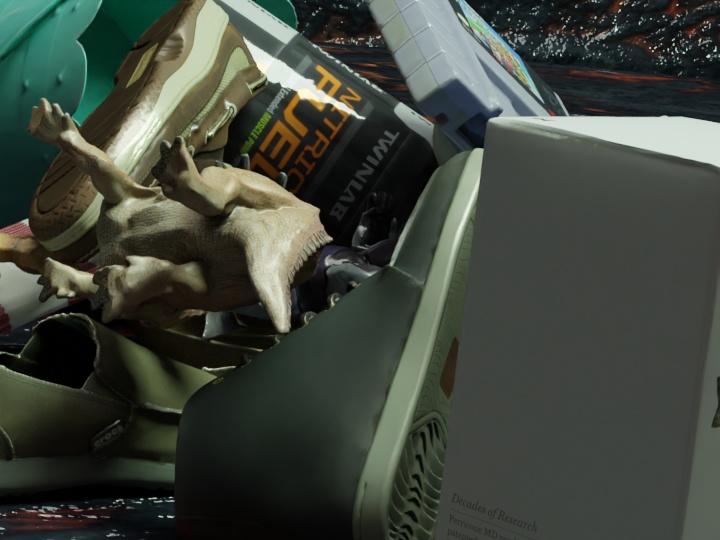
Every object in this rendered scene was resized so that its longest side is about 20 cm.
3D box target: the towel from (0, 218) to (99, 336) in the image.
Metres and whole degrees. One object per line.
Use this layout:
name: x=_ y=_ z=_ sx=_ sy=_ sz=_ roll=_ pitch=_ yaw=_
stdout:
towel: x=-0.167 y=0.003 z=1.434 sx=0.200 sy=0.023 sz=0.144 roll=-23 pitch=17 yaw=-18

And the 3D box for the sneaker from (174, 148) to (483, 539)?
sneaker: x=-0.006 y=0.028 z=1.179 sx=0.106 sy=0.200 sz=0.075 roll=5 pitch=-36 yaw=24

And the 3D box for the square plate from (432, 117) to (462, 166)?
square plate: x=0.111 y=0.002 z=1.499 sx=0.028 sy=0.200 sz=0.198 roll=-36 pitch=-5 yaw=13

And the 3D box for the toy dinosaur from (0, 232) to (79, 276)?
toy dinosaur: x=-0.237 y=-0.004 z=1.363 sx=0.200 sy=0.060 sz=0.106 roll=-13 pitch=13 yaw=-5

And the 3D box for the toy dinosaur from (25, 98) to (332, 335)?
toy dinosaur: x=-0.059 y=-0.011 z=1.205 sx=0.135 sy=0.086 sz=0.200 roll=14 pitch=-2 yaw=-38

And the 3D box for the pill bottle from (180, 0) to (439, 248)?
pill bottle: x=-0.027 y=-0.060 z=1.527 sx=0.200 sy=0.106 sz=0.106 roll=34 pitch=11 yaw=1

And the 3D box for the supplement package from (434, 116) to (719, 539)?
supplement package: x=0.113 y=0.048 z=1.062 sx=0.117 sy=0.200 sz=0.117 roll=-4 pitch=14 yaw=-45

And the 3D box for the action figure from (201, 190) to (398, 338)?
action figure: x=0.000 y=0.000 z=1.406 sx=0.200 sy=0.069 sz=0.130 roll=1 pitch=23 yaw=34

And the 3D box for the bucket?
bucket: x=-0.134 y=-0.085 z=1.658 sx=0.135 sy=0.208 sz=0.207 roll=-5 pitch=0 yaw=42

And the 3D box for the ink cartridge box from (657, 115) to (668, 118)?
ink cartridge box: x=0.184 y=-0.007 z=1.561 sx=0.057 sy=0.163 sz=0.200 roll=-27 pitch=8 yaw=9

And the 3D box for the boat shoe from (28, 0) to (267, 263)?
boat shoe: x=-0.091 y=-0.059 z=1.389 sx=0.075 sy=0.075 sz=0.202 roll=-31 pitch=20 yaw=37

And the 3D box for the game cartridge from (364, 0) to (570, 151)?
game cartridge: x=0.074 y=-0.078 z=1.449 sx=0.200 sy=0.038 sz=0.130 roll=41 pitch=22 yaw=-42

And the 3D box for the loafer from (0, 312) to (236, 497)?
loafer: x=-0.110 y=0.056 z=1.246 sx=0.200 sy=0.070 sz=0.075 roll=-3 pitch=14 yaw=-43

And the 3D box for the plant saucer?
plant saucer: x=-0.030 y=0.040 z=1.494 sx=0.200 sy=0.035 sz=0.200 roll=6 pitch=10 yaw=-1
